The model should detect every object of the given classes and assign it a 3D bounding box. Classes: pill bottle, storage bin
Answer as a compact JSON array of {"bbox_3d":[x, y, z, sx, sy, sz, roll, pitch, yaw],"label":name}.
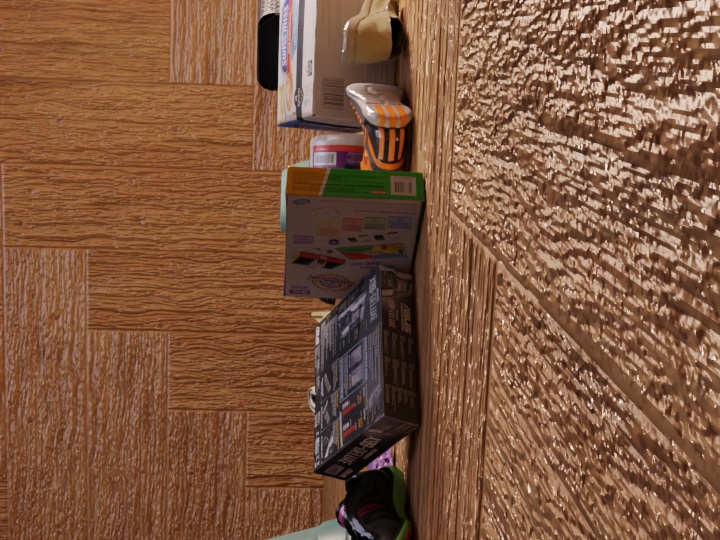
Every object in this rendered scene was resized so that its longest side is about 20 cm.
[{"bbox_3d":[-0.030,-0.122,1.946,0.112,0.112,0.201,-172,83,-86],"label":"pill bottle"},{"bbox_3d":[-0.063,-0.362,1.863,0.094,0.199,0.136,-92,5,-51],"label":"storage bin"}]

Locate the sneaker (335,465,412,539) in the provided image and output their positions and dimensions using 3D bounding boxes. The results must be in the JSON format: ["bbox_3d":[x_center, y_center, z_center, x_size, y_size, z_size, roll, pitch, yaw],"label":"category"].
[{"bbox_3d":[0.014,0.290,1.326,0.200,0.083,0.077,-99,11,-71],"label":"sneaker"}]

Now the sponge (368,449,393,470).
[{"bbox_3d":[0.028,0.322,1.506,0.112,0.030,0.201,95,175,-46],"label":"sponge"}]

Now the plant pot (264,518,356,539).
[{"bbox_3d":[-0.082,0.421,1.509,0.200,0.195,0.202,-10,-90,-82],"label":"plant pot"}]

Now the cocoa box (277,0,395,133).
[{"bbox_3d":[-0.035,-0.304,1.678,0.131,0.133,0.201,1,89,62],"label":"cocoa box"}]

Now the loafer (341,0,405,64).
[{"bbox_3d":[0.026,-0.308,1.542,0.200,0.068,0.076,-63,-16,-60],"label":"loafer"}]

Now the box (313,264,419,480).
[{"bbox_3d":[0.003,0.117,1.359,0.158,0.050,0.201,-45,36,44],"label":"box"}]

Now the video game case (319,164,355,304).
[{"bbox_3d":[-0.032,-0.051,1.782,0.143,0.019,0.201,57,-137,-85],"label":"video game case"}]

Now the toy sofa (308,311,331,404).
[{"bbox_3d":[-0.043,0.182,2.374,0.083,0.097,0.201,35,-128,-65],"label":"toy sofa"}]

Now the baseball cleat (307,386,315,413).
[{"bbox_3d":[-0.030,0.181,1.864,0.200,0.106,0.070,-98,5,-79],"label":"baseball cleat"}]

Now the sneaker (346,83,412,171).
[{"bbox_3d":[0.019,-0.168,1.488,0.200,0.077,0.113,-98,11,-67],"label":"sneaker"}]

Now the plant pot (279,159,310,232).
[{"bbox_3d":[-0.092,-0.147,2.516,0.201,0.160,0.202,-178,90,-85],"label":"plant pot"}]

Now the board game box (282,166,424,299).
[{"bbox_3d":[-0.013,-0.037,1.351,0.200,0.152,0.041,98,174,-55],"label":"board game box"}]
